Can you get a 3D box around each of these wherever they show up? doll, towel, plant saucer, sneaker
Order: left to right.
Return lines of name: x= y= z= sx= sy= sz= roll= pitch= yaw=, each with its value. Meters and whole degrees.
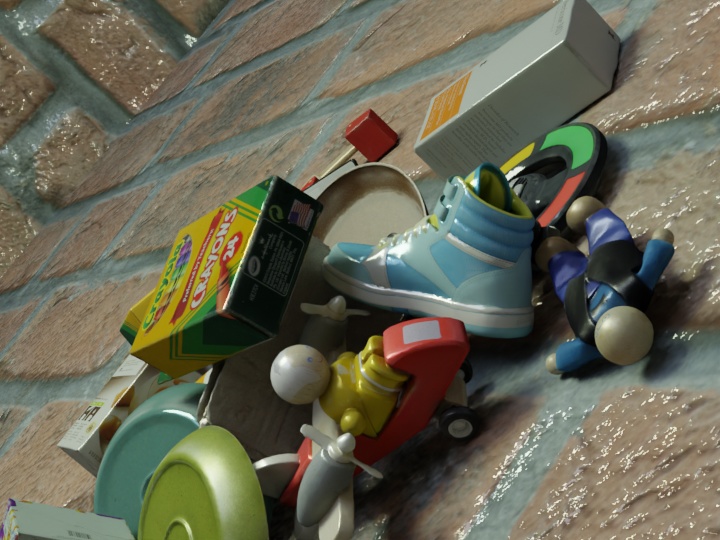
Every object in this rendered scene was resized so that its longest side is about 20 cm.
plant saucer: x=-0.163 y=0.193 z=1.402 sx=0.200 sy=0.036 sz=0.201 roll=-10 pitch=73 yaw=33
plant saucer: x=-0.131 y=0.222 z=1.281 sx=0.200 sy=0.031 sz=0.201 roll=-12 pitch=76 yaw=58
towel: x=-0.049 y=0.076 z=1.373 sx=0.200 sy=0.132 sz=0.034 roll=-65 pitch=19 yaw=-16
plant saucer: x=0.000 y=0.000 z=1.500 sx=0.200 sy=0.032 sz=0.201 roll=-23 pitch=58 yaw=43
sneaker: x=0.059 y=-0.029 z=1.306 sx=0.200 sy=0.131 sz=0.079 roll=15 pitch=13 yaw=34
doll: x=0.174 y=0.018 z=1.178 sx=0.137 sy=0.048 sz=0.200 roll=-53 pitch=17 yaw=14

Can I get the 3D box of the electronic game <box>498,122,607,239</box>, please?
electronic game: x=0.136 y=-0.052 z=1.425 sx=0.200 sy=0.042 sz=0.200 roll=-41 pitch=18 yaw=17

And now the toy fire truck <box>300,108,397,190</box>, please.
toy fire truck: x=-0.050 y=-0.089 z=1.915 sx=0.200 sy=0.049 sz=0.141 roll=-38 pitch=20 yaw=30

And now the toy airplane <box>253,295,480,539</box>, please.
toy airplane: x=-0.022 y=0.111 z=1.256 sx=0.200 sy=0.141 sz=0.199 roll=4 pitch=59 yaw=57

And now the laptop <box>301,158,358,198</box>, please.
laptop: x=-0.060 y=0.026 z=1.596 sx=0.187 sy=0.200 sz=0.116 roll=-30 pitch=-9 yaw=41

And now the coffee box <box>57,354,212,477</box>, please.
coffee box: x=-0.195 y=0.136 z=1.663 sx=0.200 sy=0.114 sz=0.080 roll=-53 pitch=19 yaw=-18

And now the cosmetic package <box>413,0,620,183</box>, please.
cosmetic package: x=0.152 y=-0.171 z=1.593 sx=0.200 sy=0.071 sz=0.102 roll=-34 pitch=21 yaw=33

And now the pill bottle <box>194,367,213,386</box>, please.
pill bottle: x=-0.133 y=0.159 z=1.481 sx=0.200 sy=0.109 sz=0.109 roll=-40 pitch=19 yaw=20

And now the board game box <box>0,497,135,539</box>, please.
board game box: x=-0.259 y=0.304 z=1.340 sx=0.103 sy=0.105 sz=0.200 roll=-154 pitch=79 yaw=-72

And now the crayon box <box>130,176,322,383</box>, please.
crayon box: x=-0.120 y=0.013 z=1.341 sx=0.200 sy=0.051 sz=0.127 roll=-26 pitch=40 yaw=53

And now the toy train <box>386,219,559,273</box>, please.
toy train: x=0.085 y=-0.012 z=1.359 sx=0.200 sy=0.034 sz=0.046 roll=-4 pitch=77 yaw=48

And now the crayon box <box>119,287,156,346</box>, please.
crayon box: x=-0.211 y=0.035 z=1.903 sx=0.127 sy=0.051 sz=0.200 roll=-40 pitch=0 yaw=-17
